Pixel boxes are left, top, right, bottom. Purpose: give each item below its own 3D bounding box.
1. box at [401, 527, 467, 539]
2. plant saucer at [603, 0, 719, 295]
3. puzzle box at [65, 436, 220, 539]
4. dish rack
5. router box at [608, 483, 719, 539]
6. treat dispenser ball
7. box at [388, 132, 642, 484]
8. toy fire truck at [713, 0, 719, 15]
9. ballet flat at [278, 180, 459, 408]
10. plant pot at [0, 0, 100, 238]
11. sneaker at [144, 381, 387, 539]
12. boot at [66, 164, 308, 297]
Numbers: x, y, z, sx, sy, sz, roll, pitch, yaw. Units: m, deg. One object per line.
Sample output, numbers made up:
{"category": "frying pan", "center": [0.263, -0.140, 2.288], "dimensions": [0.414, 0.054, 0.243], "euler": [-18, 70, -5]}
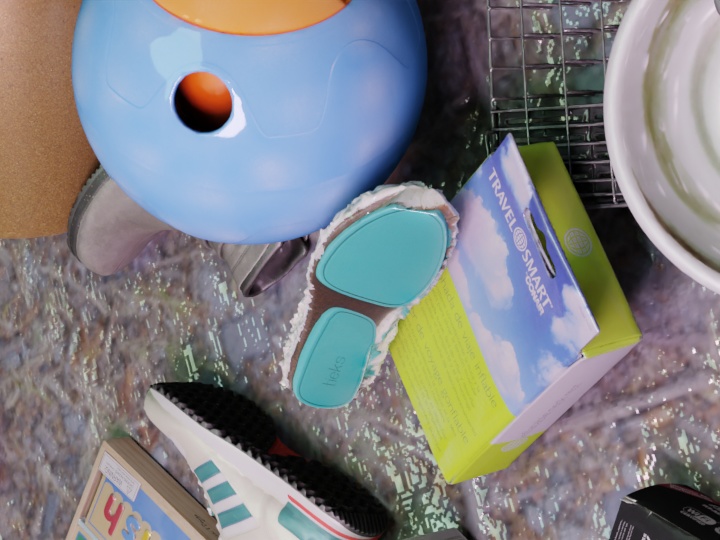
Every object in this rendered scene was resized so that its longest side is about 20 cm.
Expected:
{"category": "box", "center": [0.006, 0.260, 1.296], "dimensions": [0.101, 0.112, 0.201], "euler": [47, 121, 29]}
{"category": "plant saucer", "center": [0.220, -0.081, 1.106], "dimensions": [0.199, 0.050, 0.202], "euler": [2, 95, 24]}
{"category": "puzzle box", "center": [-0.124, 0.219, 1.474], "dimensions": [0.200, 0.025, 0.134], "euler": [39, 118, 34]}
{"category": "dish rack", "center": [0.130, -0.134, 1.205], "dimensions": [0.153, 0.054, 0.202], "euler": [0, 94, 44]}
{"category": "router box", "center": [0.181, 0.231, 1.167], "dimensions": [0.149, 0.062, 0.201], "euler": [30, 111, 38]}
{"category": "treat dispenser ball", "center": [-0.062, -0.115, 1.265], "dimensions": [0.200, 0.200, 0.203], "euler": [3, 94, 42]}
{"category": "box", "center": [0.078, 0.021, 1.222], "dimensions": [0.123, 0.047, 0.200], "euler": [66, 149, 18]}
{"category": "toy fire truck", "center": [0.241, -0.057, 1.044], "dimensions": [0.140, 0.049, 0.202], "euler": [-2, 93, 24]}
{"category": "ballet flat", "center": [0.000, 0.000, 1.247], "dimensions": [0.072, 0.071, 0.200], "euler": [60, 145, 23]}
{"category": "plant pot", "center": [-0.221, -0.130, 1.464], "dimensions": [0.186, 0.186, 0.201], "euler": [16, 116, 41]}
{"category": "sneaker", "center": [-0.075, 0.144, 1.393], "dimensions": [0.199, 0.070, 0.094], "euler": [33, 107, 34]}
{"category": "boot", "center": [-0.102, -0.031, 1.418], "dimensions": [0.131, 0.067, 0.200], "euler": [54, 126, 20]}
